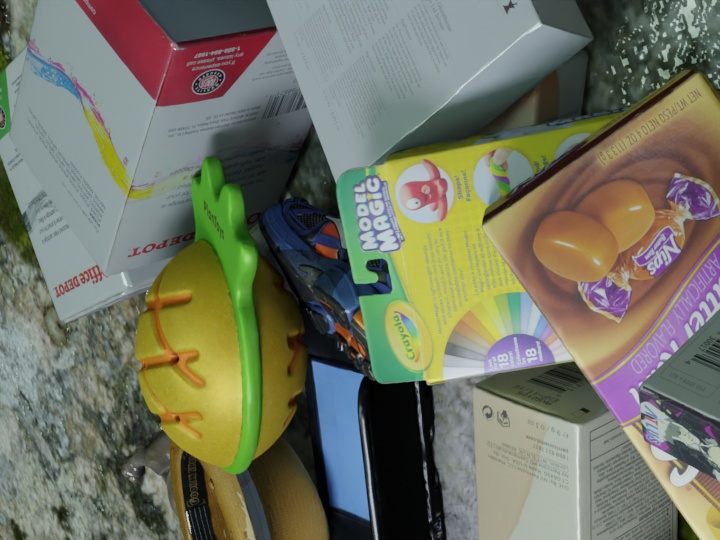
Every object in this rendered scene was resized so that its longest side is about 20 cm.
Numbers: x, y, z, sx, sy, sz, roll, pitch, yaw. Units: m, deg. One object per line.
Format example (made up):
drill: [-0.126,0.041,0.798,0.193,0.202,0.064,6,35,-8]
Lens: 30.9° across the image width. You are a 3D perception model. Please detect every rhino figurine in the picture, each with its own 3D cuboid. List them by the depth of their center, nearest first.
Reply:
rhino figurine: [-0.111,0.207,1.046,0.200,0.060,0.088,53,130,15]

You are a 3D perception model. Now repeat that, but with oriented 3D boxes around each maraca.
maraca: [-0.086,0.031,0.810,0.137,0.106,0.201,-136,43,-54]

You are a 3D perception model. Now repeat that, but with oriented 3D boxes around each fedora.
fedora: [-0.075,0.184,0.940,0.201,0.081,0.202,48,145,49]

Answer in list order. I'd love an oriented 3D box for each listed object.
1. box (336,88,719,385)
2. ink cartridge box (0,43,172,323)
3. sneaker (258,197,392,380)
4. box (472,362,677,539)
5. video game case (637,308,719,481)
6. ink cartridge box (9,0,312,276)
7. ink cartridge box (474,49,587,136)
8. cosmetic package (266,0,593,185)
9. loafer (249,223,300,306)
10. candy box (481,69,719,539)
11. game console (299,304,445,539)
box: [0.094,-0.014,0.643,0.199,0.048,0.118,-10,100,8]
ink cartridge box: [-0.210,-0.074,1.023,0.146,0.083,0.201,-18,91,55]
sneaker: [0.000,0.000,0.797,0.200,0.078,0.076,43,161,56]
box: [0.122,0.152,0.731,0.078,0.095,0.201,17,116,45]
video game case: [0.233,0.032,0.473,0.181,0.200,0.036,27,144,39]
ink cartridge box: [-0.124,-0.125,0.858,0.145,0.145,0.200,50,136,24]
ink cartridge box: [0.047,-0.050,0.769,0.162,0.050,0.201,26,121,41]
cosmetic package: [0.020,-0.163,0.699,0.151,0.051,0.201,-38,63,38]
loafer: [-0.089,0.039,0.945,0.070,0.070,0.201,39,133,23]
candy box: [0.158,0.024,0.589,0.116,0.056,0.200,-35,95,12]
game console: [-0.008,0.136,0.855,0.175,0.116,0.201,11,113,46]
